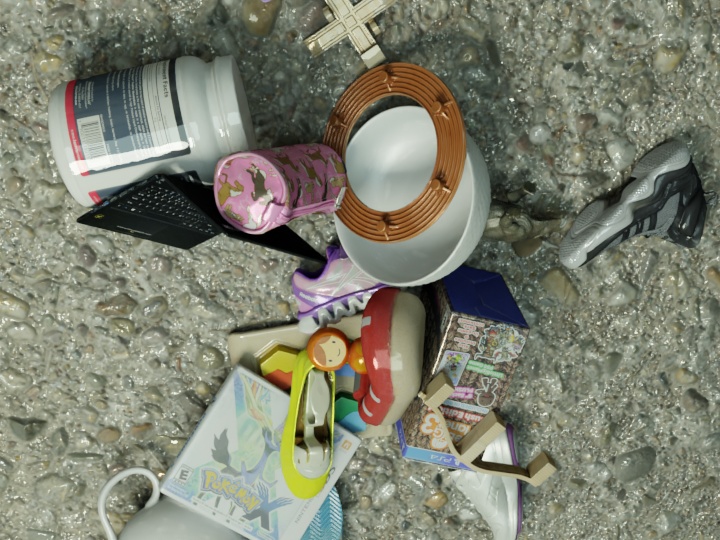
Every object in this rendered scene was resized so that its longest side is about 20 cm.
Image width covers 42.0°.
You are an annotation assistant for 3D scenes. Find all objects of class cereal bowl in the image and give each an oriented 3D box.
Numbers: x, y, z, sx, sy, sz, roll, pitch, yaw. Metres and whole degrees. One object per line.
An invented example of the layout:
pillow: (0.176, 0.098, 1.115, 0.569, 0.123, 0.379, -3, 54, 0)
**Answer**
cereal bowl: (0.067, -0.082, 1.069, 0.083, 0.200, 0.201, 2, 121, -51)

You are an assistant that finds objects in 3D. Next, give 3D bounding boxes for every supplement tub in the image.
supplement tub: (-0.223, -0.153, 1.019, 0.199, 0.140, 0.141, -11, 114, 0)

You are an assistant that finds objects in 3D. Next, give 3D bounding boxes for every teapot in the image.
teapot: (-0.224, 0.354, 1.234, 0.196, 0.200, 0.147, 15, 73, 25)

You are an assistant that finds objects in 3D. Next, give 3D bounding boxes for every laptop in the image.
laptop: (-0.170, -0.032, 1.018, 0.199, 0.104, 0.177, -23, 159, 27)

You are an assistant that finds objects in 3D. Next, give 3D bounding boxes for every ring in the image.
ring: (0.029, -0.131, 1.039, 0.019, 0.200, 0.201, 3, 121, -51)

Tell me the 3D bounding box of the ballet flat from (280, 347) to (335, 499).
ballet flat: (-0.061, 0.195, 1.161, 0.066, 0.067, 0.201, 1, 98, -20)

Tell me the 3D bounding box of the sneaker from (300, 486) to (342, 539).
sneaker: (-0.059, 0.381, 1.300, 0.076, 0.081, 0.201, -2, 94, -2)

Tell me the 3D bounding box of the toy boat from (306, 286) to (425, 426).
toy boat: (0.002, 0.097, 1.094, 0.130, 0.131, 0.200, 8, 153, -6)

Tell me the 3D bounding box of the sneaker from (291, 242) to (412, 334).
sneaker: (0.000, 0.000, 1.143, 0.199, 0.080, 0.089, -25, 94, 2)

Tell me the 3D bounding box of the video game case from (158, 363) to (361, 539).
video game case: (-0.124, 0.245, 1.192, 0.200, 0.022, 0.183, 34, 86, -20)

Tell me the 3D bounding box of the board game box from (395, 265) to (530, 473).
board game box: (0.115, 0.113, 1.151, 0.096, 0.160, 0.201, 13, 111, -10)

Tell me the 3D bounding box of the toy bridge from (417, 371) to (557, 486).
toy bridge: (0.137, 0.194, 1.084, 0.200, 0.027, 0.067, 38, 105, -22)

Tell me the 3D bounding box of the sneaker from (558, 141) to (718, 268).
sneaker: (0.344, -0.052, 1.141, 0.200, 0.076, 0.114, -44, 107, 9)

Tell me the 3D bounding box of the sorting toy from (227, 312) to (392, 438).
sorting toy: (-0.063, 0.154, 1.220, 0.199, 0.037, 0.186, -7, 114, -1)

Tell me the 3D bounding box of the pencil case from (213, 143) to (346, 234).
pencil case: (-0.080, -0.089, 0.984, 0.086, 0.200, 0.083, 0, 99, 19)

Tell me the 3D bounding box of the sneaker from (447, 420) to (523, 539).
sneaker: (0.174, 0.296, 1.291, 0.099, 0.075, 0.201, -5, 110, 12)

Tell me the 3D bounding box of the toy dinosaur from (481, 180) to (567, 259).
toy dinosaur: (0.151, -0.067, 1.120, 0.199, 0.077, 0.103, 15, 145, 3)

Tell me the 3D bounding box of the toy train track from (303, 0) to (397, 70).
toy train track: (-0.034, -0.308, 1.027, 0.114, 0.033, 0.200, -33, 111, 9)

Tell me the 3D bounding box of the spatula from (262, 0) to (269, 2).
spatula: (-0.126, -0.386, 0.987, 0.056, 0.021, 0.201, -16, 112, 30)
